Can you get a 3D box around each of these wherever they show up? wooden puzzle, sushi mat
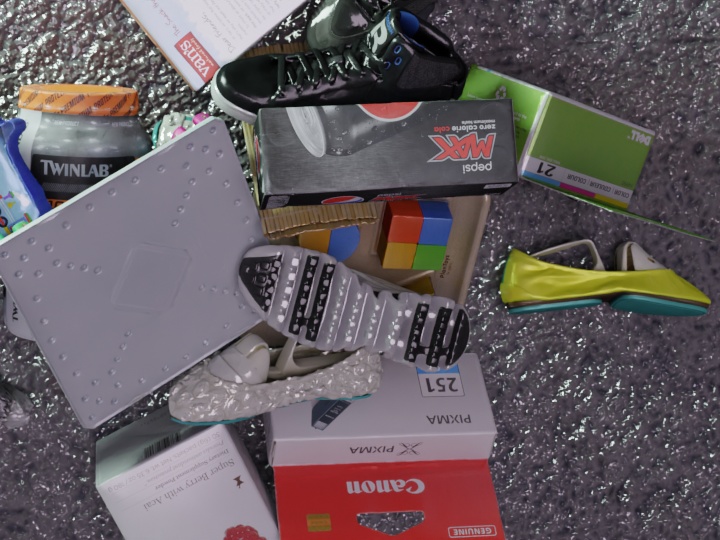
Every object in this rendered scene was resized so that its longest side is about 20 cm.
[{"bbox_3d":[0.000,0.000,1.263,0.198,0.046,0.187,5,126,-10],"label":"wooden puzzle"},{"bbox_3d":[-0.048,-0.112,1.211,0.095,0.201,0.012,-8,144,-8],"label":"sushi mat"}]

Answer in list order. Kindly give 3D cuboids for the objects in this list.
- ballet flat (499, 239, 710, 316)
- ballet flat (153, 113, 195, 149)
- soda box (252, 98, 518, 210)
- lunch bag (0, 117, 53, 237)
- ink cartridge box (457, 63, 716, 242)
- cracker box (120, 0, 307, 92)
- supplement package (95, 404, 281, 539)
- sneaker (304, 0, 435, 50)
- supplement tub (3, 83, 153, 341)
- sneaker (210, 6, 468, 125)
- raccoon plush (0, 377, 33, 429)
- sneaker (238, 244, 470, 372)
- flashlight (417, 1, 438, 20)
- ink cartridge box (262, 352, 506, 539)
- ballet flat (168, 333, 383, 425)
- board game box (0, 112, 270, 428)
[{"bbox_3d":[0.223,0.006,1.337,0.198,0.067,0.068,1,80,-9],"label":"ballet flat"},{"bbox_3d":[-0.127,-0.037,1.214,0.071,0.072,0.201,-10,129,-9],"label":"ballet flat"},{"bbox_3d":[0.018,-0.091,1.137,0.198,0.063,0.072,-4,85,-9],"label":"soda box"},{"bbox_3d":[-0.330,-0.064,1.144,0.199,0.094,0.151,-29,94,24],"label":"lunch bag"},{"bbox_3d":[0.190,-0.096,1.214,0.147,0.199,0.076,13,100,-42],"label":"ink cartridge box"},{"bbox_3d":[-0.102,-0.261,1.213,0.200,0.058,0.134,-39,98,-2],"label":"cracker box"},{"bbox_3d":[-0.132,0.224,1.279,0.120,0.120,0.201,-27,105,-4],"label":"supplement package"},{"bbox_3d":[0.036,-0.236,1.176,0.199,0.091,0.067,-31,93,11],"label":"sneaker"},{"bbox_3d":[-0.231,-0.048,1.204,0.121,0.123,0.202,0,101,-11],"label":"supplement tub"},{"bbox_3d":[-0.013,-0.166,1.165,0.198,0.074,0.112,5,142,-17],"label":"sneaker"},{"bbox_3d":[-0.392,0.126,1.229,0.199,0.097,0.134,34,101,-16],"label":"raccoon plush"},{"bbox_3d":[-0.011,0.029,1.206,0.198,0.081,0.076,20,94,-18],"label":"sneaker"},{"bbox_3d":[0.050,-0.164,1.268,0.067,0.068,0.202,-5,98,2],"label":"flashlight"},{"bbox_3d":[0.020,0.153,1.272,0.198,0.177,0.045,-1,137,-11],"label":"ink cartridge box"},{"bbox_3d":[-0.070,0.079,1.231,0.198,0.072,0.073,-7,103,-29],"label":"ballet flat"},{"bbox_3d":[-0.167,0.001,1.145,0.199,0.026,0.201,-32,133,-15],"label":"board game box"}]
